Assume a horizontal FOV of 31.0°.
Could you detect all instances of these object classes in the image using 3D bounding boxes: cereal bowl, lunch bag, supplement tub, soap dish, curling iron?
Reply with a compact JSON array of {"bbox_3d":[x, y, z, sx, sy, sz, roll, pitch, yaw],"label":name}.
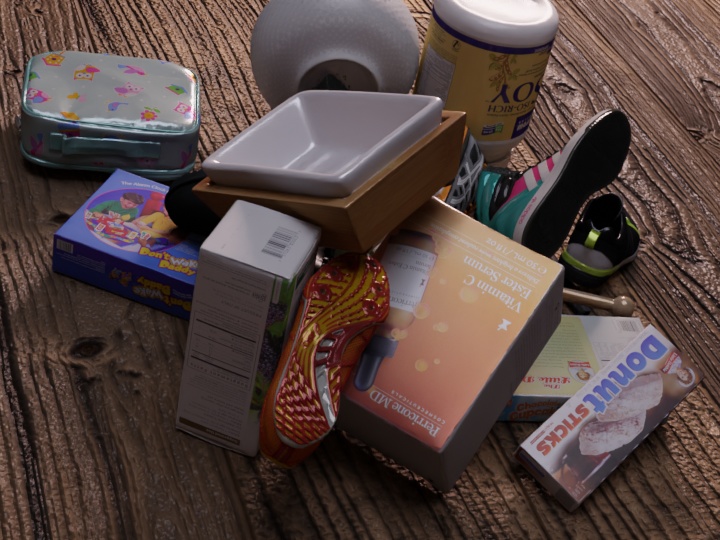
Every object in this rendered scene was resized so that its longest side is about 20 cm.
[{"bbox_3d":[-0.027,-0.230,1.477,0.199,0.200,0.084,4,47,-12],"label":"cereal bowl"},{"bbox_3d":[-0.275,-0.166,1.414,0.199,0.077,0.161,4,39,-12],"label":"lunch bag"},{"bbox_3d":[0.138,-0.225,1.513,0.145,0.201,0.146,8,37,-6],"label":"supplement tub"},{"bbox_3d":[-0.024,-0.087,1.118,0.200,0.081,0.157,9,40,45],"label":"soap dish"},{"bbox_3d":[0.186,-0.017,1.407,0.049,0.026,0.200,-28,55,-14],"label":"curling iron"}]

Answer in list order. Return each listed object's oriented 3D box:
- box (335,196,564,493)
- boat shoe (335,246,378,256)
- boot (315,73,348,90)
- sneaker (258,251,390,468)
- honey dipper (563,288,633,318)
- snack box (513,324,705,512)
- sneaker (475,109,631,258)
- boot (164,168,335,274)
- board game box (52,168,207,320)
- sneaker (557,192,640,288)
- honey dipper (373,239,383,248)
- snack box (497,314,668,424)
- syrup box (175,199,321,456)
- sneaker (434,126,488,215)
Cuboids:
[{"bbox_3d":[0.063,0.061,1.129,0.152,0.106,0.200,28,69,20],"label":"box"},{"bbox_3d":[0.000,0.000,1.286,0.075,0.068,0.200,-36,56,3],"label":"boat shoe"},{"bbox_3d":[-0.064,-0.119,1.385,0.068,0.131,0.200,41,24,-19],"label":"boot"},{"bbox_3d":[-0.035,0.065,1.041,0.073,0.077,0.200,32,54,-5],"label":"sneaker"},{"bbox_3d":[0.180,0.019,1.328,0.199,0.038,0.038,13,37,2],"label":"honey dipper"},{"bbox_3d":[0.228,0.131,1.179,0.072,0.024,0.200,44,57,15],"label":"snack box"},{"bbox_3d":[0.192,-0.095,1.377,0.121,0.084,0.200,15,58,50],"label":"sneaker"},{"bbox_3d":[-0.104,-0.013,1.196,0.197,0.074,0.163,3,50,12],"label":"boot"},{"bbox_3d":[-0.181,-0.020,1.278,0.199,0.045,0.135,20,37,8],"label":"board game box"},{"bbox_3d":[0.271,-0.046,1.402,0.071,0.083,0.200,25,27,11],"label":"sneaker"},{"bbox_3d":[-0.012,-0.008,1.233,0.200,0.038,0.038,-43,57,-9],"label":"honey dipper"},{"bbox_3d":[0.191,0.093,1.250,0.199,0.037,0.116,3,40,-13],"label":"snack box"},{"bbox_3d":[-0.095,0.051,1.082,0.081,0.201,0.079,19,37,9],"label":"syrup box"},{"bbox_3d":[0.093,-0.082,1.417,0.077,0.078,0.200,46,49,-26],"label":"sneaker"}]
